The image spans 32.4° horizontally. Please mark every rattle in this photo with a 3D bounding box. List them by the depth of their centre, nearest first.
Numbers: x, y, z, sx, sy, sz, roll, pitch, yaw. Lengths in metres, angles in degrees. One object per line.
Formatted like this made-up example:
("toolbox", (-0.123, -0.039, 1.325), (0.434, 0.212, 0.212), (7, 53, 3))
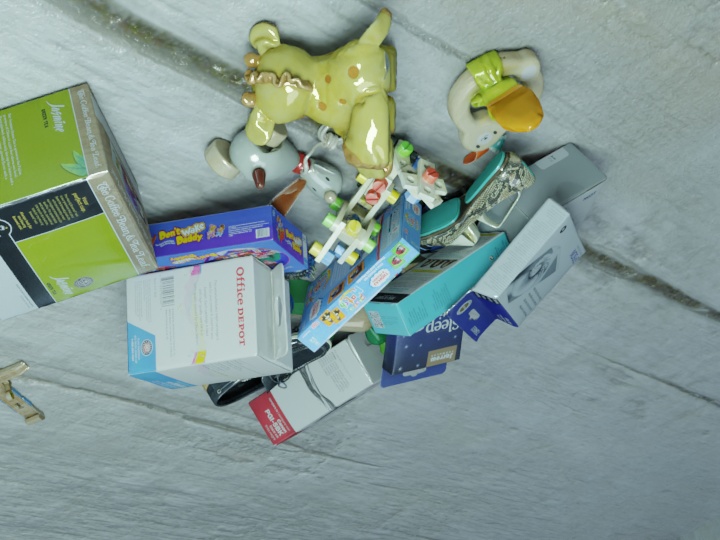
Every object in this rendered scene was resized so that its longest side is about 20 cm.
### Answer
("rattle", (0.181, -0.165, 1.539), (0.130, 0.143, 0.200), (-24, 147, -29))

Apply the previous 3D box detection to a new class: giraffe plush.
("giraffe plush", (-0.046, -0.195, 1.369), (0.162, 0.173, 0.200), (2, 159, 5))

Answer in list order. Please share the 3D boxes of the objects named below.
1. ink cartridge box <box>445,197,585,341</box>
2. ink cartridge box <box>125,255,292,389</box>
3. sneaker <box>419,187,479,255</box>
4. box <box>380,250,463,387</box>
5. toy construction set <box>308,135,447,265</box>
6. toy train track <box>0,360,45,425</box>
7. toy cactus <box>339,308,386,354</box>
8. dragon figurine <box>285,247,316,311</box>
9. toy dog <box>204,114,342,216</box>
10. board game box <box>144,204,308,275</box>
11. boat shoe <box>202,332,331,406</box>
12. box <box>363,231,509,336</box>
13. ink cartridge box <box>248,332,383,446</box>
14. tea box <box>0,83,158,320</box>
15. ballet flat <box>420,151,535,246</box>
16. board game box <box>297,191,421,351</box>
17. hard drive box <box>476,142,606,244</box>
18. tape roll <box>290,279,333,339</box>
("ink cartridge box", (0.211, 0.014, 1.640), (0.200, 0.041, 0.200), (-48, 159, 2))
("ink cartridge box", (-0.177, 0.068, 1.559), (0.200, 0.129, 0.125), (-8, 163, 16))
("sneaker", (0.074, -0.051, 1.714), (0.200, 0.070, 0.078), (-29, 145, 1))
("box", (0.091, 0.071, 1.727), (0.121, 0.032, 0.200), (-11, 119, -32))
("toy construction set", (0.022, -0.092, 1.553), (0.092, 0.131, 0.200), (45, 129, -15))
("toy train track", (-0.507, 0.185, 1.774), (0.115, 0.033, 0.200), (-23, 149, 4))
("toy cactus", (0.032, 0.055, 1.801), (0.165, 0.102, 0.200), (-5, 152, -21))
("dragon figurine", (-0.125, 0.038, 1.667), (0.099, 0.200, 0.059), (17, 147, 13))
("toy dog", (-0.086, -0.118, 1.493), (0.200, 0.096, 0.132), (4, 141, -33))
("board game box", (-0.181, -0.026, 1.551), (0.200, 0.045, 0.134), (-8, 162, 14))
("boat shoe", (-0.133, 0.145, 1.804), (0.200, 0.062, 0.075), (-19, 146, -4))
("box", (0.105, 0.015, 1.628), (0.200, 0.049, 0.082), (-33, -162, -28))
("ink cartridge box", (-0.050, 0.176, 1.915), (0.200, 0.083, 0.147), (-34, 173, 22))
("tea box", (-0.353, -0.072, 1.380), (0.196, 0.134, 0.200), (-17, 148, -3))
("ballet flat", (0.148, -0.075, 1.612), (0.075, 0.068, 0.200), (38, 126, -18))
("board game box", (0.000, 0.000, 1.638), (0.037, 0.151, 0.200), (41, 112, -16))
("hard drive box", (0.235, -0.060, 1.726), (0.156, 0.077, 0.200), (-29, 156, -33))
("tape roll", (-0.138, 0.089, 1.820), (0.200, 0.048, 0.201), (-14, 148, -9))
